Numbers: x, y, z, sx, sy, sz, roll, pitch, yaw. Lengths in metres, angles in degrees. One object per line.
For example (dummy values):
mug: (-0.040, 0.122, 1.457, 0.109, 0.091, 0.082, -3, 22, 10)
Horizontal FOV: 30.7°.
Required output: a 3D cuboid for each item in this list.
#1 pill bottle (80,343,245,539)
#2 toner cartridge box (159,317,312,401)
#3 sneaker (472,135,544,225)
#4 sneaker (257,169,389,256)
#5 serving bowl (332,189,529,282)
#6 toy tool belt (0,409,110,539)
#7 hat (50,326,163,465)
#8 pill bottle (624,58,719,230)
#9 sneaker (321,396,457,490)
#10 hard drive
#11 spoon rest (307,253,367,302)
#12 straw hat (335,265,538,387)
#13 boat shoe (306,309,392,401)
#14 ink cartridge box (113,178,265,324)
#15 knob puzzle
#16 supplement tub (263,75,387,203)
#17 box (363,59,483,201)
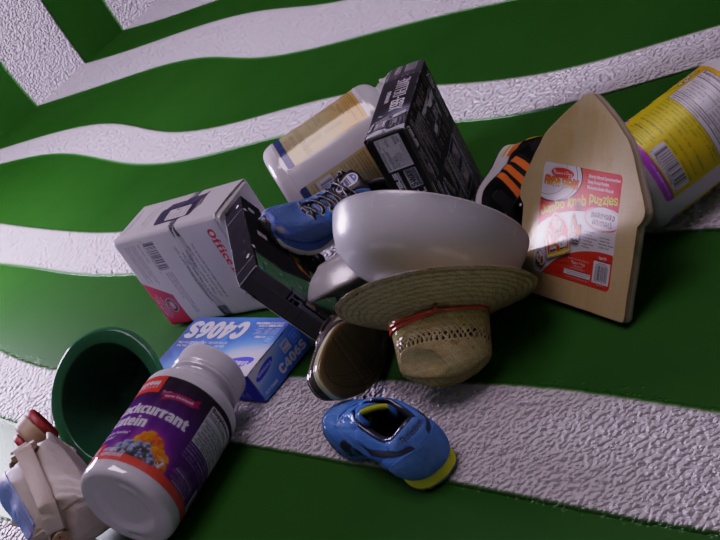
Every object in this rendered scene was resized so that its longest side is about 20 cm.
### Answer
pill bottle: (-0.199, 0.175, 1.383, 0.111, 0.112, 0.201, -14, 32, 37)
toner cartridge box: (-0.153, 0.101, 1.538, 0.199, 0.043, 0.095, -2, 41, 49)
sneaker: (0.185, -0.090, 1.426, 0.089, 0.070, 0.201, -22, 26, 32)
sneaker: (-0.035, -0.079, 1.552, 0.199, 0.090, 0.079, -15, 48, -38)
serving bowl: (0.066, -0.012, 1.296, 0.199, 0.199, 0.067, -8, 66, 44)
toy tool belt: (-0.356, 0.246, 1.429, 0.123, 0.125, 0.200, -46, 44, -8)
hat: (-0.263, 0.153, 1.593, 0.166, 0.176, 0.200, -46, 67, 13)
pill bottle: (0.333, -0.136, 1.284, 0.199, 0.105, 0.104, -36, 25, -6)
sneaker: (0.013, 0.141, 1.225, 0.066, 0.079, 0.199, -44, 25, -17)
hard drive: (-0.088, 0.001, 1.514, 0.038, 0.139, 0.200, -49, 25, 13)
spoon rest: (0.000, 0.000, 1.465, 0.099, 0.061, 0.200, -27, 5, 18)
straw hat: (0.079, 0.065, 1.253, 0.199, 0.200, 0.086, -19, 70, 30)
boat shoe: (-0.014, 0.081, 1.374, 0.066, 0.072, 0.201, -31, 14, 32)
ink cartridge box: (-0.196, -0.020, 1.683, 0.199, 0.145, 0.085, -11, 32, 40)
knob puzzle: (0.220, -0.067, 1.256, 0.030, 0.223, 0.219, 1, 10, -27)
supplement tub: (-0.009, -0.146, 1.676, 0.199, 0.145, 0.145, -33, 25, 2)
box: (0.080, -0.106, 1.430, 0.049, 0.201, 0.158, -18, 30, 23)
